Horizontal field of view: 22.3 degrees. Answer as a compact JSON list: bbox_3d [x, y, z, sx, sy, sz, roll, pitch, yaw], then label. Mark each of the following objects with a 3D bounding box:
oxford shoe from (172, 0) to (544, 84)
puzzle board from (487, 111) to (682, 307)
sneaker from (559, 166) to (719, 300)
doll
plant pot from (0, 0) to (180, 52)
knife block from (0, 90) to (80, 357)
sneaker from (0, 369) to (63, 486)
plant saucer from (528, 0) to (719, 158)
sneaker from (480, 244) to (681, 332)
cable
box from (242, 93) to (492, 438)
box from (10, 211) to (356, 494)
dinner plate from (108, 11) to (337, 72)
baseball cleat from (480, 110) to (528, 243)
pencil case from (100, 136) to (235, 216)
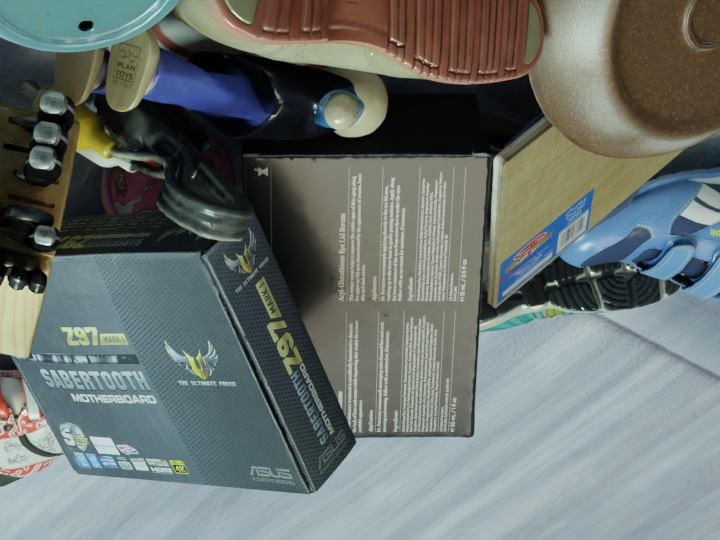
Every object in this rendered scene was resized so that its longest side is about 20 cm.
[{"bbox_3d":[0.001,-0.132,0.910,0.199,0.071,0.074,8,175,-31],"label":"oxford shoe"},{"bbox_3d":[0.147,-0.079,1.087,0.200,0.017,0.151,-38,154,-20],"label":"puzzle board"},{"bbox_3d":[0.223,-0.021,1.203,0.198,0.083,0.074,-10,168,-19],"label":"sneaker"},{"bbox_3d":[-0.056,-0.092,0.945,0.136,0.049,0.199,11,-175,40],"label":"doll"},{"bbox_3d":[-0.130,-0.175,0.790,0.198,0.136,0.201,-11,148,-7],"label":"plant pot"},{"bbox_3d":[-0.174,-0.055,0.902,0.063,0.201,0.176,12,128,-12],"label":"knife block"},{"bbox_3d":[-0.249,0.080,1.203,0.107,0.068,0.201,-26,150,15],"label":"sneaker"},{"bbox_3d":[0.181,-0.144,0.983,0.199,0.037,0.202,-17,127,-24],"label":"plant saucer"},{"bbox_3d":[0.123,0.003,1.254,0.198,0.078,0.080,-7,167,-4],"label":"sneaker"},{"bbox_3d":[-0.103,-0.051,0.965,0.097,0.200,0.051,18,108,-41],"label":"cable"},{"bbox_3d":[0.000,0.000,1.085,0.140,0.079,0.201,-2,123,-5],"label":"box"},{"bbox_3d":[-0.115,0.045,1.025,0.199,0.051,0.159,-1,122,39],"label":"box"},{"bbox_3d":[-0.037,-0.146,0.959,0.198,0.024,0.200,-11,158,-4],"label":"dinner plate"},{"bbox_3d":[0.035,-0.045,1.144,0.198,0.070,0.107,-20,133,2],"label":"baseball cleat"},{"bbox_3d":[-0.113,0.001,1.110,0.083,0.086,0.201,-34,152,-24],"label":"pencil case"}]
